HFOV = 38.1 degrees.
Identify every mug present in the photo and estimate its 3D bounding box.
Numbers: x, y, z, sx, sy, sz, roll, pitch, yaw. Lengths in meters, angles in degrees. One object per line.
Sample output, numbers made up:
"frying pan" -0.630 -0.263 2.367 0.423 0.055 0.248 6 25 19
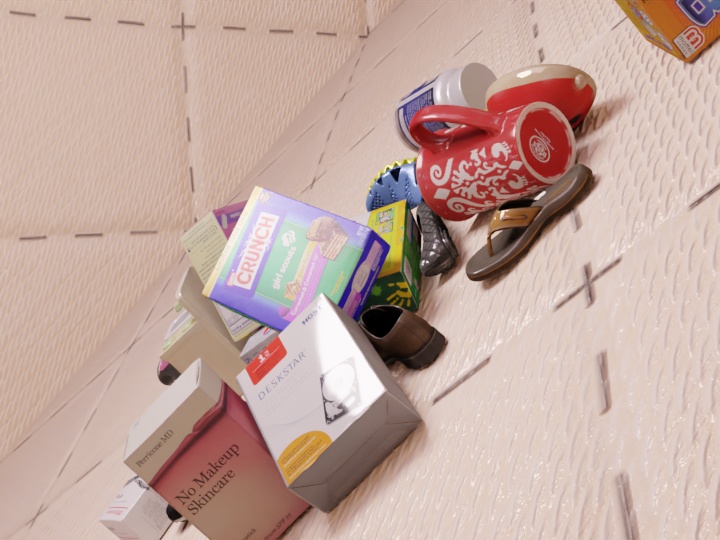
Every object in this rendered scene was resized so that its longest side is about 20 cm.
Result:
"mug" 0.168 -0.151 1.404 0.199 0.175 0.136 -12 75 56

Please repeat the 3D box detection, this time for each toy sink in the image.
"toy sink" -0.265 0.116 1.779 0.112 0.200 0.131 -40 17 14

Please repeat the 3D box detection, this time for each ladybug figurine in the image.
"ladybug figurine" 0.248 -0.227 1.455 0.200 0.134 0.073 156 126 -66

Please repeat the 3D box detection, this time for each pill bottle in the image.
"pill bottle" 0.154 -0.290 1.856 0.116 0.116 0.199 -54 17 -29

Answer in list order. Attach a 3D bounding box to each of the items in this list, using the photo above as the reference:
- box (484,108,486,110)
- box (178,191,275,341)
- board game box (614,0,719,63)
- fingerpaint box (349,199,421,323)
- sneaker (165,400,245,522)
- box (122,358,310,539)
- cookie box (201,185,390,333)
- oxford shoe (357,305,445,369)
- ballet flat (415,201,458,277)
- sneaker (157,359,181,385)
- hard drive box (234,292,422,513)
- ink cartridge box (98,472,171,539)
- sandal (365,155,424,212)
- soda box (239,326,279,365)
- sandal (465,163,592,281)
"box" 0.182 -0.198 1.679 0.200 0.048 0.122 -41 16 19
"box" -0.176 -0.010 1.757 0.096 0.202 0.175 -33 -6 36
"board game box" 0.415 -0.427 1.356 0.199 0.200 0.200 -41 16 13
"fingerpaint box" 0.000 0.000 1.498 0.165 0.074 0.201 -18 29 15
"sneaker" -0.222 0.265 1.496 0.200 0.090 0.070 -45 15 0
"box" -0.165 0.227 1.234 0.128 0.200 0.109 -44 15 3
"cookie box" -0.086 0.000 1.392 0.198 0.075 0.173 21 80 29
"oxford shoe" 0.029 0.077 1.329 0.073 0.084 0.199 -54 16 -24
"ballet flat" 0.097 -0.050 1.492 0.056 0.067 0.200 -32 19 8
"sneaker" -0.358 0.177 2.138 0.086 0.080 0.200 -49 3 35
"hard drive box" -0.042 0.149 1.209 0.156 0.077 0.200 -45 39 5
"ink cartridge box" -0.322 0.351 1.584 0.116 0.068 0.201 -21 29 57
"sandal" 0.090 -0.130 1.599 0.199 0.079 0.088 -30 40 26
"soda box" -0.097 0.097 1.634 0.199 0.068 0.064 -36 18 33
"sandal" 0.200 -0.067 1.291 0.200 0.055 0.082 -43 16 12
